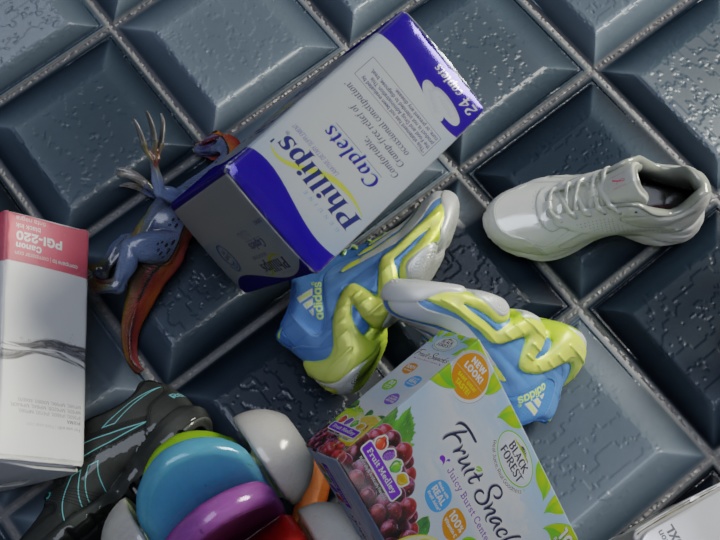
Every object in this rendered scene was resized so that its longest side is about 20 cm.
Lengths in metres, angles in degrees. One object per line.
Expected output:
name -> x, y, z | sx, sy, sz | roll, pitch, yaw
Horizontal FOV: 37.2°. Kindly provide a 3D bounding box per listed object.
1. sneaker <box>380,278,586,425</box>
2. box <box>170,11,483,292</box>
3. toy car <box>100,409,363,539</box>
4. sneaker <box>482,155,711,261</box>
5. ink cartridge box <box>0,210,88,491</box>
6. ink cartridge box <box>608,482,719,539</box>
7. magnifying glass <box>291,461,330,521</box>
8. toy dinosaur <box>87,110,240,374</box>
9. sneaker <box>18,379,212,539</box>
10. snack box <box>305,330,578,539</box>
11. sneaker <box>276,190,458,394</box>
sneaker -> 0.096, 0.074, 0.856 | 0.199, 0.076, 0.105 | 18, 84, -26
box -> -0.033, -0.090, 0.871 | 0.200, 0.184, 0.105 | -45, 101, -20
toy car -> -0.094, 0.203, 0.789 | 0.175, 0.150, 0.200 | -34, 76, -8
sneaker -> 0.205, -0.064, 0.919 | 0.199, 0.099, 0.078 | -9, 71, -1
ink cartridge box -> -0.296, 0.071, 0.866 | 0.145, 0.085, 0.201 | -19, 67, 37
ink cartridge box -> 0.242, 0.242, 0.759 | 0.084, 0.200, 0.145 | -27, 72, -7
magnifying glass -> -0.055, 0.245, 0.863 | 0.079, 0.022, 0.201 | 13, 71, 6
toy dinosaur -> -0.172, -0.043, 0.959 | 0.181, 0.105, 0.201 | -28, 106, -17
sneaker -> -0.213, 0.173, 0.877 | 0.079, 0.076, 0.200 | 38, 69, 28
snack box -> 0.067, 0.168, 0.800 | 0.142, 0.053, 0.200 | -38, 113, -24
sneaker -> 0.000, 0.000, 0.910 | 0.105, 0.076, 0.200 | 30, 75, 12
